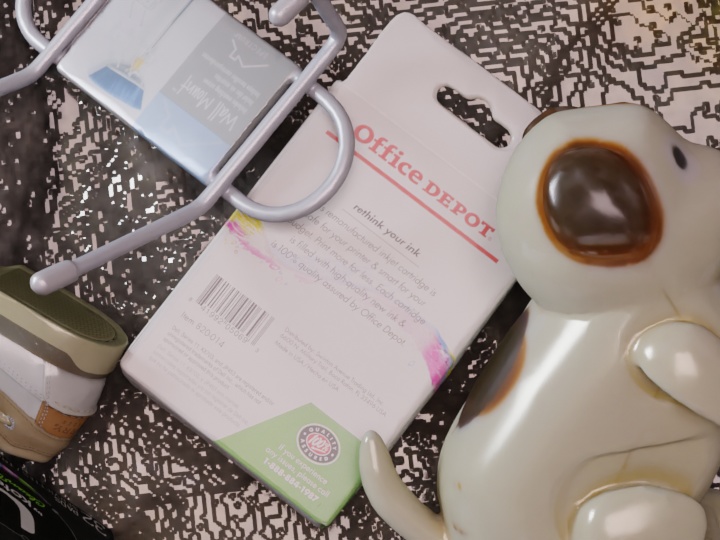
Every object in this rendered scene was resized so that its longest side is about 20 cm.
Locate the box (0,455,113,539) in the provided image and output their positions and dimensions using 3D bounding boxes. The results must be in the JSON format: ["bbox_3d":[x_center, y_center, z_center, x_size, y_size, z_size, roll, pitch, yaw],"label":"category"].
[{"bbox_3d":[-0.211,0.120,1.210,0.200,0.149,0.124,37,96,-15],"label":"box"}]

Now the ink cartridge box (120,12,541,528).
[{"bbox_3d":[0.000,0.000,1.302,0.117,0.067,0.200,38,84,3],"label":"ink cartridge box"}]

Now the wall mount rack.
[{"bbox_3d":[-0.107,-0.077,1.273,0.200,0.075,0.174,37,85,29],"label":"wall mount rack"}]

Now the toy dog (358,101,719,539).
[{"bbox_3d":[0.102,0.028,1.237,0.194,0.140,0.200,6,107,6],"label":"toy dog"}]

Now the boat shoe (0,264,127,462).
[{"bbox_3d":[-0.200,0.011,1.292,0.200,0.075,0.068,32,104,17],"label":"boat shoe"}]
